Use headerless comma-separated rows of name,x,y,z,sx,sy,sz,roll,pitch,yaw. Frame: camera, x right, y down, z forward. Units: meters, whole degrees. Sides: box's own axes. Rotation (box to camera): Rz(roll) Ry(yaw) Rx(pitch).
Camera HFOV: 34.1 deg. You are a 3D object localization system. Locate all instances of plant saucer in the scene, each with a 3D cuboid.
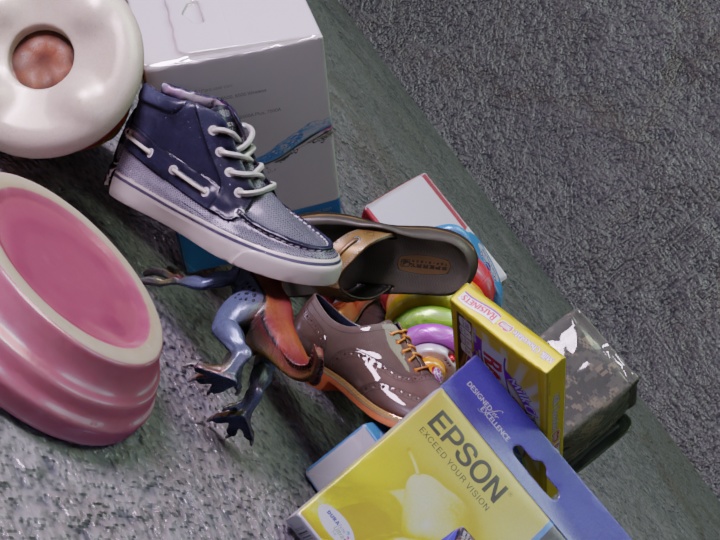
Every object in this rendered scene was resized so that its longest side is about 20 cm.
plant saucer,-0.191,0.012,0.711,0.201,0.051,0.201,47,13,-14

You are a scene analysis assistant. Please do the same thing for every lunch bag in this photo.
lunch bag,0.191,0.154,1.207,0.118,0.164,0.200,52,-6,23

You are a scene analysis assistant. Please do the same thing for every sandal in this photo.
sandal,0.000,0.000,0.985,0.200,0.082,0.055,6,31,-2

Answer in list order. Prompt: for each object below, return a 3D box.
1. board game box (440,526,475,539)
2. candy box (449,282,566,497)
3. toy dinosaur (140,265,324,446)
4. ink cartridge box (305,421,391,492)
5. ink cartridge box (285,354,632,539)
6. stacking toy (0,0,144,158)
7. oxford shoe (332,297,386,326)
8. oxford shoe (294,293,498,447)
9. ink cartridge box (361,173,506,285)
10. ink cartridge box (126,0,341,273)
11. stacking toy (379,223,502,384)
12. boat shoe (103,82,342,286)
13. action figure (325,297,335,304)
board game box,0.077,0.283,0.687,0.200,0.097,0.159,48,21,-4
candy box,0.119,0.103,0.943,0.102,0.026,0.200,36,-26,31
toy dinosaur,-0.066,0.035,0.866,0.105,0.200,0.182,59,38,-35
ink cartridge box,0.047,0.184,0.971,0.116,0.067,0.200,52,13,15
ink cartridge box,0.084,0.189,0.838,0.198,0.200,0.047,50,-22,4
stacking toy,-0.227,-0.138,0.924,0.146,0.146,0.200,52,-6,8
oxford shoe,-0.008,0.065,1.127,0.073,0.071,0.200,66,20,-1
oxford shoe,0.026,0.081,0.932,0.200,0.073,0.071,24,3,20
ink cartridge box,0.063,0.012,1.261,0.144,0.084,0.200,53,-21,16
ink cartridge box,-0.106,-0.132,0.997,0.147,0.145,0.200,-113,-167,-50
stacking toy,0.062,0.061,1.038,0.116,0.110,0.200,58,25,-30
boat shoe,-0.093,-0.066,0.849,0.200,0.093,0.075,25,19,16
action figure,-0.083,-0.049,1.214,0.200,0.065,0.052,49,35,-10
